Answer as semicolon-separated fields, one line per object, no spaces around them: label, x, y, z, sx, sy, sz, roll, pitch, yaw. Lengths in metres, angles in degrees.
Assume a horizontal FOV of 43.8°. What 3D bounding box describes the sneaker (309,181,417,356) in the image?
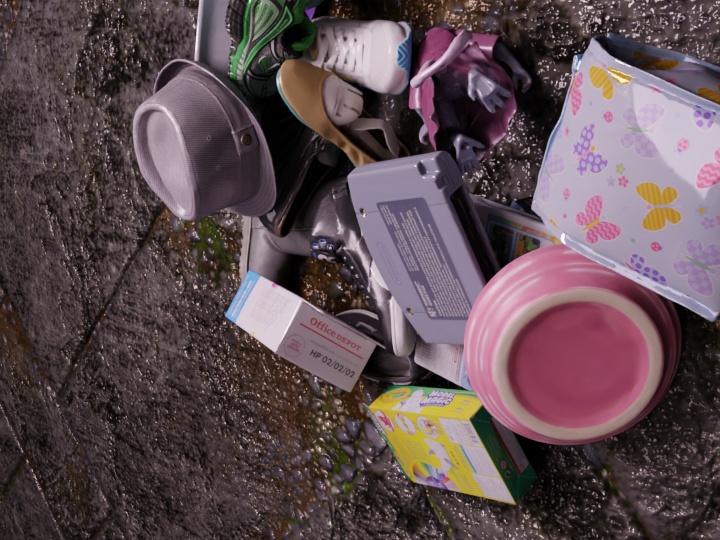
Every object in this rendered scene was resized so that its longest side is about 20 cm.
sneaker;0.000;0.000;0.990;0.111;0.073;0.202;-8;74;15

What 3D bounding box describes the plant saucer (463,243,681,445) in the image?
plant saucer;0.194;0.077;0.817;0.198;0.051;0.203;2;111;4

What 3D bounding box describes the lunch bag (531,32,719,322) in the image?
lunch bag;0.253;-0.087;0.744;0.199;0.127;0.171;28;122;25

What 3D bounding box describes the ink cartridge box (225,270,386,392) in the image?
ink cartridge box;-0.063;0.072;1.030;0.068;0.115;0.200;-61;30;-4

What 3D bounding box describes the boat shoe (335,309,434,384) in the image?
boat shoe;0.010;0.096;1.076;0.199;0.060;0.075;12;112;43

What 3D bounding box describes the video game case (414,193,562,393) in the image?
video game case;0.139;0.036;0.903;0.181;0.024;0.202;24;116;38

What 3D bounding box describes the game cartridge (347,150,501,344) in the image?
game cartridge;0.067;-0.017;0.870;0.133;0.041;0.201;2;124;51

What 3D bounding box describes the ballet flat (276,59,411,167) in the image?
ballet flat;-0.009;-0.164;0.956;0.063;0.200;0.069;-5;64;33

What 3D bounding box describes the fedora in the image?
fedora;-0.186;-0.128;0.998;0.176;0.090;0.202;18;132;34

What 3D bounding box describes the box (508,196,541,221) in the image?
box;0.170;0.046;0.919;0.137;0.040;0.201;46;129;27

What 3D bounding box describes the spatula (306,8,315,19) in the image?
spatula;-0.081;-0.260;1.096;0.056;0.020;0.202;36;128;38

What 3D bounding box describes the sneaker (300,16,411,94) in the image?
sneaker;-0.009;-0.230;0.951;0.200;0.080;0.077;-150;60;-61

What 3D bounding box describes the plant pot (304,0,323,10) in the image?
plant pot;-0.089;-0.377;0.959;0.200;0.200;0.162;42;143;28

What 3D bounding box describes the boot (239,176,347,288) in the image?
boot;-0.064;-0.026;1.120;0.199;0.072;0.184;4;103;38

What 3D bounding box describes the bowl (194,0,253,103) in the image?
bowl;-0.152;-0.271;1.090;0.201;0.089;0.203;-176;90;-80

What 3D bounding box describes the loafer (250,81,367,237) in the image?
loafer;-0.051;-0.125;1.048;0.200;0.072;0.063;-50;61;19

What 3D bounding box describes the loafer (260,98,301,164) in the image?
loafer;-0.112;-0.166;1.101;0.063;0.072;0.200;39;129;-13

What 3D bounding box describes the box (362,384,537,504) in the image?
box;0.090;0.188;0.992;0.199;0.048;0.118;-6;118;53

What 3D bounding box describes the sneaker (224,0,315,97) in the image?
sneaker;-0.094;-0.236;0.949;0.200;0.084;0.079;110;176;-75

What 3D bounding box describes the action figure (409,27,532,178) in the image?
action figure;0.078;-0.183;0.865;0.134;0.149;0.201;-37;37;21
